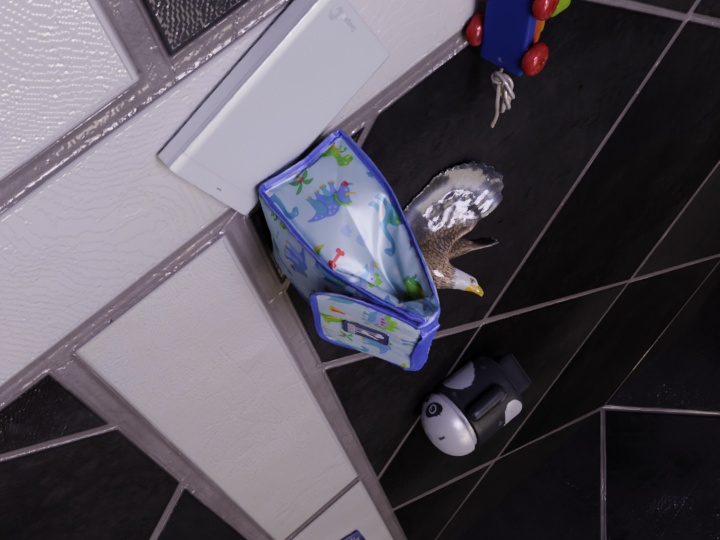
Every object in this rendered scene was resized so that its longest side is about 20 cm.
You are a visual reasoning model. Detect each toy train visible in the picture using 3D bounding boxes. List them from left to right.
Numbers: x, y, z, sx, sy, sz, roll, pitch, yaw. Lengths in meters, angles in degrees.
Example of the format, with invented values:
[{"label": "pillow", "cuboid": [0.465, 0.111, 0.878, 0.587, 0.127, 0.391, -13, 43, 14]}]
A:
[{"label": "toy train", "cuboid": [0.171, -0.251, 0.979, 0.116, 0.084, 0.201, -47, 157, -26]}]

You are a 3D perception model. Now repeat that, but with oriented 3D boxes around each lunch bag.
[{"label": "lunch bag", "cuboid": [0.000, 0.000, 0.924, 0.127, 0.200, 0.170, -38, 165, -12]}]

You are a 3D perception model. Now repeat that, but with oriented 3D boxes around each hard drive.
[{"label": "hard drive", "cuboid": [-0.070, -0.146, 0.837, 0.200, 0.026, 0.132, -47, 154, 6]}]

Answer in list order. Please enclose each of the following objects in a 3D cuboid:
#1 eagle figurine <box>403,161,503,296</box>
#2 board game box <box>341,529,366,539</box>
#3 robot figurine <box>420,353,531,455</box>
[{"label": "eagle figurine", "cuboid": [0.092, -0.021, 1.174, 0.151, 0.151, 0.201, -15, -141, 48]}, {"label": "board game box", "cuboid": [-0.069, 0.616, 1.934, 0.135, 0.035, 0.201, -22, 146, -38]}, {"label": "robot figurine", "cuboid": [0.194, 0.225, 1.646, 0.199, 0.125, 0.151, -36, 142, -16]}]
